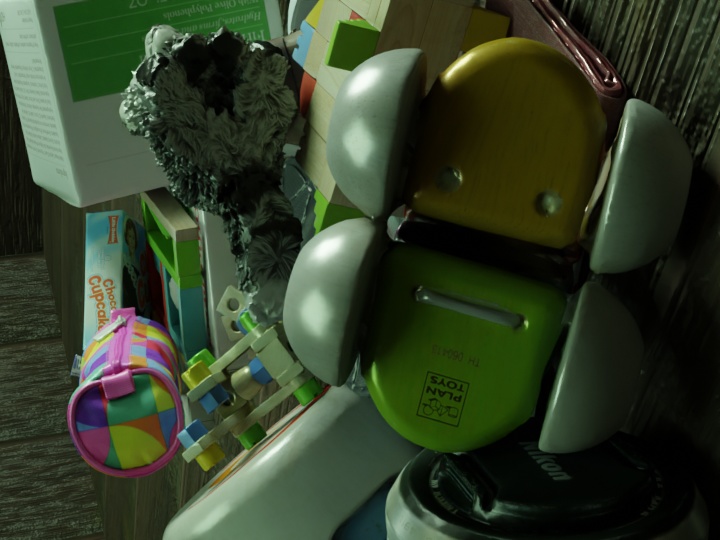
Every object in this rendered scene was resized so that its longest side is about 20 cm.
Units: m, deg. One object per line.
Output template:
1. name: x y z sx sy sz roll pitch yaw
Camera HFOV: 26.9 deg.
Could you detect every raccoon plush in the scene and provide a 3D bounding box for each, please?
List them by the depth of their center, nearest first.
1. raccoon plush: -0.102 -0.059 0.936 0.134 0.095 0.203 157 112 -68

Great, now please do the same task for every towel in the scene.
1. towel: 0.100 -0.061 0.874 0.145 0.022 0.202 -117 24 -43

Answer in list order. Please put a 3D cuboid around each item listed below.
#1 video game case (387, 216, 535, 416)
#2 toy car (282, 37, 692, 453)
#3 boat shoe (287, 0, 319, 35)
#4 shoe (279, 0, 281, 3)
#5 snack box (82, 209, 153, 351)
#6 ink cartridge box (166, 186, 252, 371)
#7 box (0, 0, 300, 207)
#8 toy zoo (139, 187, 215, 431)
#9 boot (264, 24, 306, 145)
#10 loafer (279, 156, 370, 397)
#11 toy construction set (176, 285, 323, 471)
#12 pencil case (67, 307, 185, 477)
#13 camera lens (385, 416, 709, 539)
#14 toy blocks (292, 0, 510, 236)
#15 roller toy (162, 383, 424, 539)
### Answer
1. video game case: 0.057 0.038 0.960 0.182 0.045 0.202 88 165 -51
2. toy car: 0.063 -0.012 0.757 0.150 0.173 0.203 -15 -60 -83
3. boat shoe: -0.024 -0.187 1.153 0.203 0.074 0.087 90 167 -51
4. shoe: -0.102 -0.333 1.329 0.091 0.070 0.203 111 153 -67
5. snack box: -0.192 0.031 1.319 0.200 0.037 0.118 52 -145 -72
6. ink cartridge box: -0.078 -0.010 1.254 0.200 0.144 0.149 -166 70 -71
7. box: -0.179 -0.163 1.245 0.200 0.197 0.174 -157 54 -66
8. toy zoo: -0.148 0.043 1.220 0.131 0.020 0.203 -136 40 -62
9. boot: -0.031 -0.109 1.062 0.201 0.144 0.071 111 147 -56
10. loafer: 0.000 0.000 0.980 0.072 0.062 0.201 -58 41 32
11. toy construction set: -0.058 0.056 1.051 0.092 0.131 0.200 47 -164 -11
12. pencil case: -0.169 0.086 1.094 0.200 0.087 0.090 -137 42 -77
13. camera lens: 0.093 0.187 0.759 0.160 0.158 0.203 -139 45 -65
14. toy blocks: 0.005 -0.129 0.896 0.137 0.099 0.202 -130 53 -61
15. roller toy: -0.031 0.177 1.018 0.140 0.199 0.182 51 -166 0
